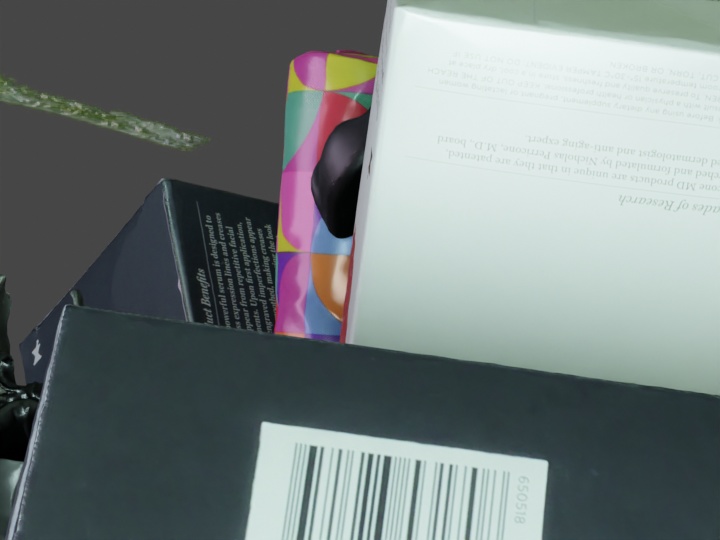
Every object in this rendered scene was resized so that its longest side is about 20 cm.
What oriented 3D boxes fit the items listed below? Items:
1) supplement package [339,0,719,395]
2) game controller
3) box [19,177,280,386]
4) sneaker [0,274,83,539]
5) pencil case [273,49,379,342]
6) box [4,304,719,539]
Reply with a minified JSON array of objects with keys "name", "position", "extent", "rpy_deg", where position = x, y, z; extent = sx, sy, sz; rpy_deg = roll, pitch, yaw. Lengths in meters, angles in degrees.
[{"name":"supplement package","position":[0.056,-0.001,0.922],"extent":[0.121,0.119,0.201],"rpy_deg":[-85,2,-66]},{"name":"game controller","position":[0.058,-0.090,1.192],"extent":[0.200,0.042,0.104],"rpy_deg":[-43,-1,-9]},{"name":"box","position":[-0.042,0.054,1.439],"extent":[0.148,0.199,0.107],"rpy_deg":[-46,44,40]},{"name":"sneaker","position":[-0.129,0.103,1.006],"extent":[0.200,0.060,0.105],"rpy_deg":[-78,-6,-50]},{"name":"pencil case","position":[0.000,0.000,1.274],"extent":[0.088,0.088,0.201],"rpy_deg":[102,174,-87]},{"name":"box","position":[0.002,0.119,0.814],"extent":[0.200,0.196,0.118],"rpy_deg":[98,-179,-57]}]
